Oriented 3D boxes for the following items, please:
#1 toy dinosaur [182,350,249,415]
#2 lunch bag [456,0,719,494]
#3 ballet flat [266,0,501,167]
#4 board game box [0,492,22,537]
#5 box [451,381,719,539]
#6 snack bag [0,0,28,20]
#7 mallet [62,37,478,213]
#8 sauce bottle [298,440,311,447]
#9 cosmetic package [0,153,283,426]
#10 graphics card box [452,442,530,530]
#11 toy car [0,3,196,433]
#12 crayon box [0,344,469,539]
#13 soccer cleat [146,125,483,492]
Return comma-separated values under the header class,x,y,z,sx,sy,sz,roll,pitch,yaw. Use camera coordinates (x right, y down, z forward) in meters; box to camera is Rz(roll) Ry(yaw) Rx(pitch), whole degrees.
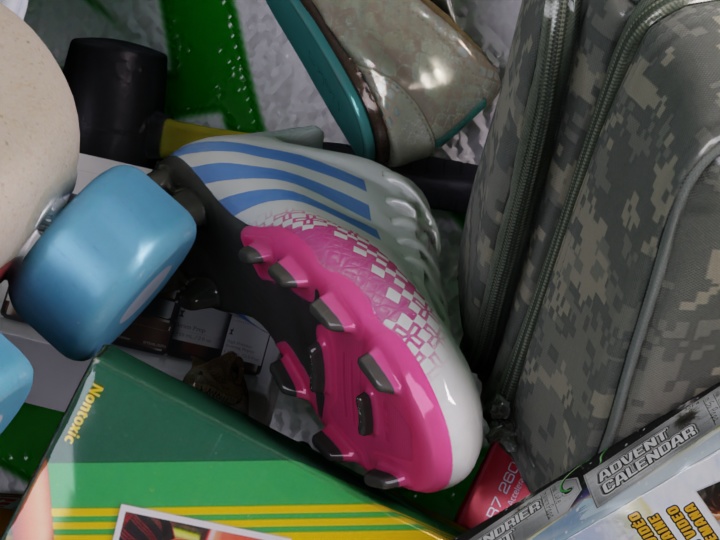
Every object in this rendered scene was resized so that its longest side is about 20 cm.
class,x,y,z,sx,sy,sz,roll,pitch,yaw
toy dinosaur,-0.057,0.112,0.953,0.201,0.060,0.107,113,162,-45
lunch bag,0.104,-0.025,0.828,0.168,0.138,0.201,-113,26,-43
ballet flat,-0.018,-0.124,0.971,0.062,0.068,0.201,-29,72,-11
board game box,-0.226,0.188,0.974,0.198,0.200,0.202,2,93,9
box,0.110,0.141,0.785,0.136,0.040,0.200,-31,109,14
snack bag,-0.182,-0.126,1.003,0.188,0.021,0.201,-16,40,26
mallet,-0.024,-0.051,0.987,0.199,0.041,0.066,3,91,23
sauce bottle,0.012,0.155,0.952,0.066,0.066,0.201,-36,76,24
cosmetic package,-0.120,-0.001,0.966,0.199,0.051,0.083,13,56,3
graphics card box,0.108,0.148,0.877,0.199,0.051,0.126,27,91,11
toy car,-0.190,0.010,0.875,0.184,0.177,0.200,42,132,4
crayon box,-0.049,0.152,0.834,0.172,0.058,0.201,27,92,-3
soccer cleat,0.000,0.000,0.869,0.200,0.086,0.070,40,144,51
